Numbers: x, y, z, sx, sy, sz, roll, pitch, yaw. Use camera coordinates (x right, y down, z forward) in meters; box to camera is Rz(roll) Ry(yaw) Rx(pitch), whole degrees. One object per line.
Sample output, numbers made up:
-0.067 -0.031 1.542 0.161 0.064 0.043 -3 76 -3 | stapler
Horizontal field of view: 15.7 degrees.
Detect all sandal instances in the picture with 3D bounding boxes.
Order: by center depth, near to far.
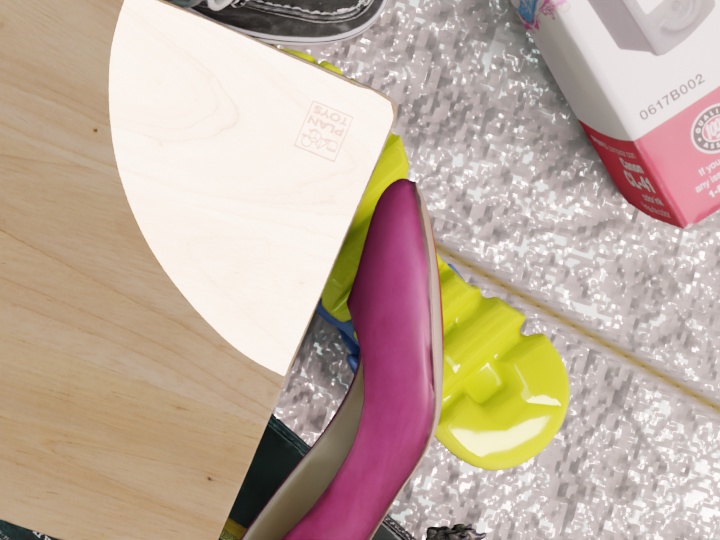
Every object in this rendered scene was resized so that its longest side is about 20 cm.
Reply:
0.000 0.000 1.076 0.079 0.087 0.200 -34 92 -17 | sandal

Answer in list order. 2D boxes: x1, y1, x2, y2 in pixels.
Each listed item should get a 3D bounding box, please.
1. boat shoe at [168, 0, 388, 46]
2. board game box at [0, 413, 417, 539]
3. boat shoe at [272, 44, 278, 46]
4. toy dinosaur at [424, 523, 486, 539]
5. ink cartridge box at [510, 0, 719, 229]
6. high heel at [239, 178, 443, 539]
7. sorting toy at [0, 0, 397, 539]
-0.057 -0.136 1.005 0.199 0.068 0.074 29 91 -37 | boat shoe
-0.063 0.124 1.073 0.200 0.028 0.135 41 93 10 | board game box
-0.065 -0.109 1.093 0.072 0.060 0.200 43 86 -2 | boat shoe
0.011 0.150 1.096 0.199 0.047 0.089 1 94 0 | toy dinosaur
0.132 -0.141 1.071 0.147 0.086 0.200 -33 108 -3 | ink cartridge box
-0.017 0.062 1.002 0.096 0.067 0.201 3 102 1 | high heel
-0.119 -0.013 0.979 0.199 0.070 0.199 21 95 -20 | sorting toy
